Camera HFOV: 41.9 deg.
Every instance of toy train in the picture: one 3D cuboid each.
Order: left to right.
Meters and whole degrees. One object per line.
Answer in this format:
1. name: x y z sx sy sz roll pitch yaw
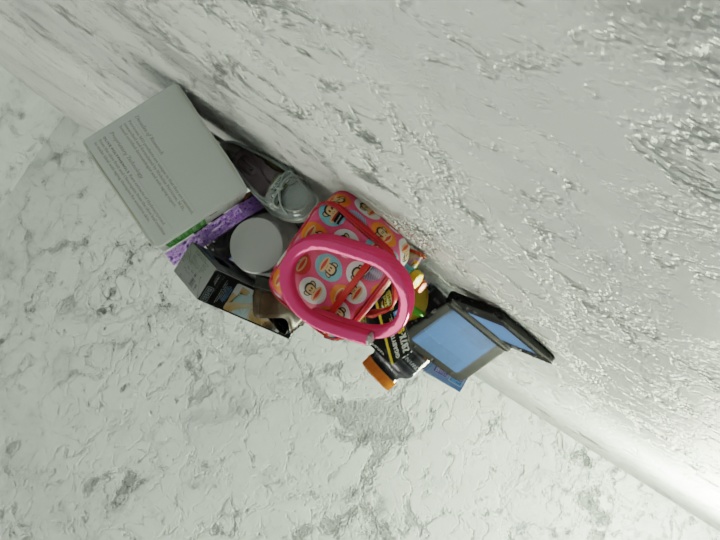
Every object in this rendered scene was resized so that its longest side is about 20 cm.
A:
1. toy train: 0.028 -0.043 1.489 0.200 0.056 0.150 34 -176 -24

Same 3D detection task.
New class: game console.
1. game console: 0.204 0.133 1.620 0.200 0.117 0.176 37 170 -40

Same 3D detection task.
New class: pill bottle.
1. pill bottle: -0.144 -0.037 1.582 0.119 0.120 0.200 32 -174 12
2. pill bottle: 0.097 0.126 1.715 0.106 0.200 0.106 46 -179 -1

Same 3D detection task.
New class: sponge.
1. sponge: -0.236 -0.077 1.605 0.030 0.200 0.112 57 -144 -6

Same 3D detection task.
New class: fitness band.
1. fitness band: -0.021 0.026 1.325 0.199 0.144 0.037 17 -152 17

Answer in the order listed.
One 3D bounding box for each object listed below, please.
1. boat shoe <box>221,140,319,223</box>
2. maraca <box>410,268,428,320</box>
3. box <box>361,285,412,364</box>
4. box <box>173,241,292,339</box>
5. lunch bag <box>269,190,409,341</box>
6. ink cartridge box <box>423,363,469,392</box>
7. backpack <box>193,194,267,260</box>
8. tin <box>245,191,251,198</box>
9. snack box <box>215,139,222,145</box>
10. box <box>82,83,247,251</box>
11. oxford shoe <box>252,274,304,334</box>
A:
1. boat shoe: -0.148 -0.144 1.504 0.202 0.074 0.065 41 178 31
2. maraca: 0.038 0.012 1.630 0.200 0.107 0.137 41 -176 -8
3. box: -0.002 0.039 1.543 0.200 0.049 0.160 40 152 45
4. box: -0.201 0.035 1.578 0.200 0.060 0.117 29 -173 -38
5. lunch bag: -0.024 0.002 1.386 0.176 0.200 0.082 40 -147 5
6. ink cartridge box: 0.135 0.123 1.807 0.200 0.137 0.076 30 179 -2
7. backpack: -0.187 -0.075 1.788 0.154 0.200 0.191 56 -169 -2
8. tin: -0.183 -0.093 2.014 0.200 0.112 0.042 36 165 -37
9. snack box: -0.309 -0.227 1.755 0.200 0.068 0.169 36 175 -7
10. box: -0.302 -0.156 1.487 0.200 0.171 0.199 55 173 -4
11. oxford shoe: -0.111 0.062 1.532 0.073 0.085 0.200 12 179 37
